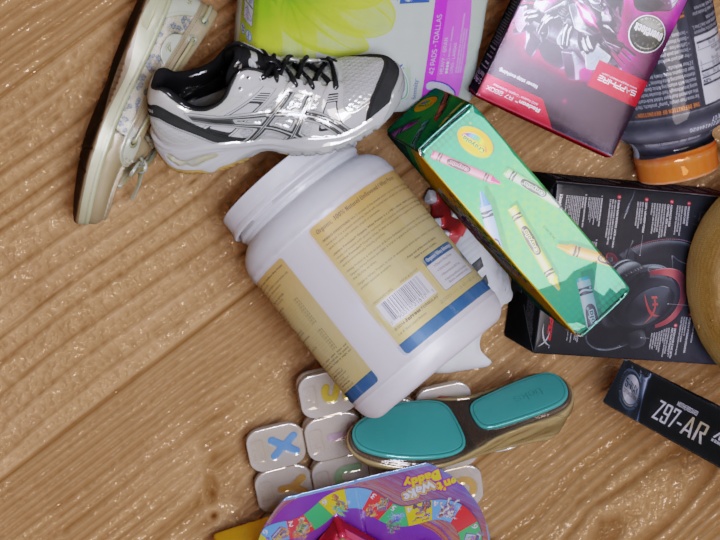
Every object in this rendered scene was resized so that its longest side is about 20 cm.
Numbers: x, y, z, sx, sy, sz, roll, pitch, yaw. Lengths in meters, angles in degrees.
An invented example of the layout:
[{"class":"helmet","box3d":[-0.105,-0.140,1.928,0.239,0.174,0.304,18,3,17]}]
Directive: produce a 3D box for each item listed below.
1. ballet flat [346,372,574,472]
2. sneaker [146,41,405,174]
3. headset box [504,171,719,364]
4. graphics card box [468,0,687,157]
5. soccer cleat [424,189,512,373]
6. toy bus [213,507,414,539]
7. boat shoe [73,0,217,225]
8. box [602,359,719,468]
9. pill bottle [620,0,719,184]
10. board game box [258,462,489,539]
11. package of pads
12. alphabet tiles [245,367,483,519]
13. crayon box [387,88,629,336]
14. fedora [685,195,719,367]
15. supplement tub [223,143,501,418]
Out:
[{"class":"ballet flat","box3d":[0.084,0.138,1.603,0.199,0.069,0.063,-12,142,-13]},{"class":"sneaker","box3d":[-0.065,-0.134,1.462,0.199,0.076,0.088,-16,134,-2]},{"class":"headset box","box3d":[0.236,-0.001,1.659,0.199,0.075,0.149,4,99,-17]},{"class":"graphics card box","box3d":[0.183,-0.204,1.524,0.125,0.051,0.201,24,100,-8]},{"class":"soccer cleat","box3d":[0.094,-0.009,1.624,0.085,0.069,0.201,8,101,-26]},{"class":"toy bus","box3d":[-0.054,0.245,1.606,0.199,0.065,0.079,-17,114,-5]},{"class":"boat shoe","box3d":[-0.173,-0.125,1.515,0.062,0.073,0.201,20,93,-16]},{"class":"box","box3d":[0.323,0.151,1.621,0.160,0.200,0.044,25,93,-47]},{"class":"pill bottle","box3d":[0.249,-0.175,1.615,0.106,0.106,0.201,-15,104,-13]},{"class":"board game box","box3d":[0.013,0.245,1.561,0.199,0.039,0.159,-13,114,-7]},{"class":"package of pads","box3d":[0.000,-0.198,1.529,0.199,0.068,0.155,-4,130,-15]},{"class":"alphabet tiles","box3d":[0.006,0.168,1.632,0.195,0.015,0.201,-12,113,-9]},{"class":"crayon box","box3d":[0.115,-0.047,1.517,0.058,0.119,0.200,-42,105,-1]},{"class":"fedora","box3d":[0.368,0.006,1.607,0.200,0.082,0.201,5,105,20]},{"class":"supplement tub","box3d":[0.000,0.000,1.529,0.145,0.145,0.200,-38,86,-7]}]
